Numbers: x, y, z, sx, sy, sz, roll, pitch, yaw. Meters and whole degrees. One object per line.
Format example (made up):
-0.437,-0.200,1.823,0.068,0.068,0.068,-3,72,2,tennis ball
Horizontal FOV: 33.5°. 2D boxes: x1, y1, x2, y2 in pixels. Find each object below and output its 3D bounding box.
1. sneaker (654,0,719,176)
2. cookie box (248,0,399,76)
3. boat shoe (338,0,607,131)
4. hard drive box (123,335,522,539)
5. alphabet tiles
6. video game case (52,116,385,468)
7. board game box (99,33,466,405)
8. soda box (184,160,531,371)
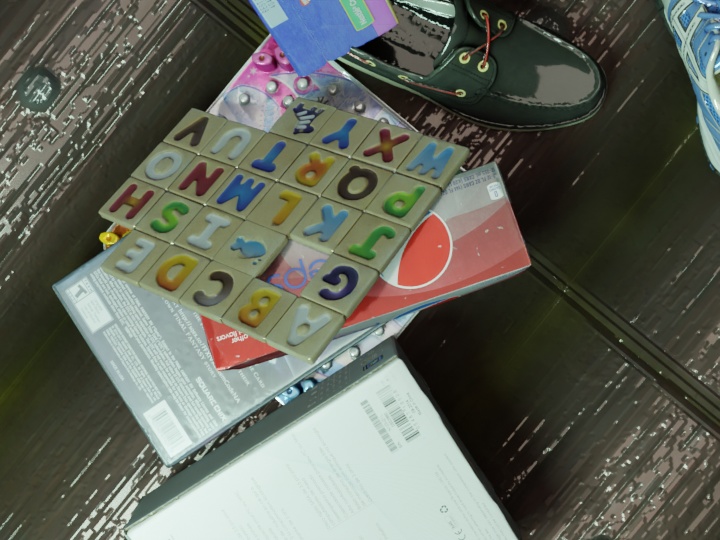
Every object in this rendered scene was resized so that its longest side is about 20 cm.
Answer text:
0.236,-0.155,0.756,0.076,0.077,0.201,-19,85,6,sneaker
-0.068,-0.243,0.706,0.075,0.171,0.200,-28,59,5,cookie box
0.064,-0.143,0.779,0.201,0.063,0.074,19,87,4,boat shoe
-0.020,0.162,0.752,0.200,0.077,0.156,-32,97,2,hard drive box
-0.059,-0.041,0.724,0.200,0.008,0.167,21,61,31,alphabet tiles
-0.081,0.014,0.780,0.200,0.019,0.143,-34,86,2,video game case
-0.042,-0.031,0.801,0.200,0.026,0.200,40,92,6,board game box
0.000,0.000,0.734,0.199,0.063,0.070,-18,85,4,soda box
